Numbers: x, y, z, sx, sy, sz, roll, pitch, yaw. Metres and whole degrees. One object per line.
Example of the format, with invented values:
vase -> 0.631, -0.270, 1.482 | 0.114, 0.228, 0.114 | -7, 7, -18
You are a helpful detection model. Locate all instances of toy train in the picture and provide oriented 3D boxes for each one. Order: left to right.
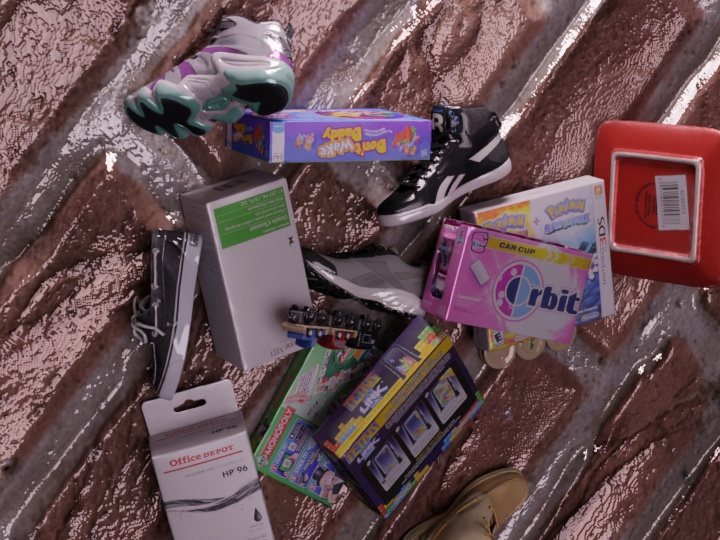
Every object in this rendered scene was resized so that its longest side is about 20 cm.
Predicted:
toy train -> -0.032, 0.069, 1.636 | 0.199, 0.034, 0.046 | 12, 88, -61

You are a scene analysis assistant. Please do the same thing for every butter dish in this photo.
butter dish -> 0.413, -0.093, 1.843 | 0.147, 0.198, 0.203 | -13, 108, -48

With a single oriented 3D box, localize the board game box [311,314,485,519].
board game box -> 0.050, 0.180, 1.732 | 0.200, 0.056, 0.166 | -47, 139, -14

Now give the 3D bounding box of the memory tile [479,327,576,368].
memory tile -> 0.215, 0.019, 1.839 | 0.151, 0.017, 0.203 | -11, 106, -24

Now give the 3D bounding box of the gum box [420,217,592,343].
gum box -> 0.173, 0.012, 1.719 | 0.198, 0.066, 0.115 | 11, 96, -28

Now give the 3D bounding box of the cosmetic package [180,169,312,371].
cosmetic package -> -0.126, -0.001, 1.624 | 0.107, 0.085, 0.203 | -21, 109, -25

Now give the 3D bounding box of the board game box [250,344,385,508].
board game box -> -0.043, 0.172, 1.735 | 0.134, 0.029, 0.202 | 31, 86, -28

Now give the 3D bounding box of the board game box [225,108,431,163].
board game box -> -0.037, -0.154, 1.607 | 0.197, 0.134, 0.045 | -3, 103, -26

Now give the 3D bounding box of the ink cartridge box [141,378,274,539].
ink cartridge box -> -0.176, 0.241, 1.645 | 0.114, 0.068, 0.203 | -15, 108, -7

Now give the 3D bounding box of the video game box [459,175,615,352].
video game box -> 0.228, -0.010, 1.806 | 0.198, 0.047, 0.185 | -15, 105, -23

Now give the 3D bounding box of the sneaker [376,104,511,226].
sneaker -> 0.087, -0.138, 1.715 | 0.199, 0.073, 0.113 | -28, 109, -28

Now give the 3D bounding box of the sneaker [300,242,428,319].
sneaker -> 0.000, 0.000, 1.702 | 0.198, 0.074, 0.080 | 17, 84, -35

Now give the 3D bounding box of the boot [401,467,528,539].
boot -> 0.162, 0.338, 1.802 | 0.199, 0.155, 0.074 | -30, 113, -18

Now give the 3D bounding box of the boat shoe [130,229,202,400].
boat shoe -> -0.222, 0.050, 1.589 | 0.067, 0.074, 0.202 | 8, 117, -8

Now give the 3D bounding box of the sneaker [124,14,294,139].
sneaker -> -0.160, -0.226, 1.560 | 0.078, 0.197, 0.141 | 62, 26, -51
